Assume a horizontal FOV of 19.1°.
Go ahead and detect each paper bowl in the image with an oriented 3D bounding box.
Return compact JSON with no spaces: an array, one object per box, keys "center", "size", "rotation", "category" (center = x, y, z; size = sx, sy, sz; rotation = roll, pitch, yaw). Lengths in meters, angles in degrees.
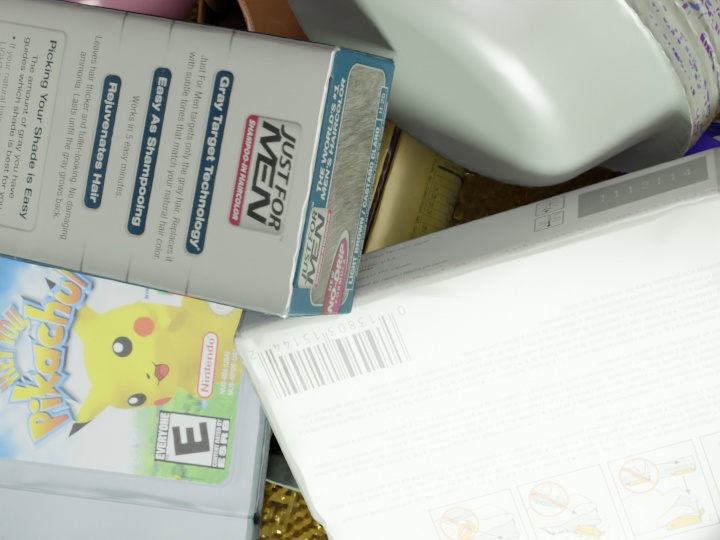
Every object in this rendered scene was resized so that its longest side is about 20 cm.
[{"center":[0.051,-0.110,0.820],"size":[0.200,0.201,0.104],"rotation":[36,76,4],"category":"paper bowl"}]

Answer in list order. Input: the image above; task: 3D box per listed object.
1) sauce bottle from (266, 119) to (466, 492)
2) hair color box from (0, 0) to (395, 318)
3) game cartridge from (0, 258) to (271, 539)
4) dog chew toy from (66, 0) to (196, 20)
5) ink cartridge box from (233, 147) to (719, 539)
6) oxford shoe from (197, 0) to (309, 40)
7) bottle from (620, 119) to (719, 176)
[{"center":[0.000,0.000,0.941],"size":[0.066,0.066,0.201],"rotation":[18,87,4],"category":"sauce bottle"},{"center":[-0.094,-0.049,0.813],"size":[0.199,0.060,0.100],"rotation":[12,94,24],"category":"hair color box"},{"center":[-0.099,0.034,0.882],"size":[0.133,0.040,0.201],"rotation":[6,90,8],"category":"game cartridge"},{"center":[-0.157,-0.107,0.931],"size":[0.124,0.125,0.200],"rotation":[39,96,4],"category":"dog chew toy"},{"center":[0.074,0.063,0.842],"size":[0.199,0.045,0.177],"rotation":[-16,113,14],"category":"ink cartridge box"},{"center":[-0.031,-0.135,0.931],"size":[0.071,0.071,0.201],"rotation":[20,73,-34],"category":"oxford shoe"},{"center":[0.210,-0.038,0.904],"size":[0.199,0.084,0.065],"rotation":[-12,115,-23],"category":"bottle"}]
